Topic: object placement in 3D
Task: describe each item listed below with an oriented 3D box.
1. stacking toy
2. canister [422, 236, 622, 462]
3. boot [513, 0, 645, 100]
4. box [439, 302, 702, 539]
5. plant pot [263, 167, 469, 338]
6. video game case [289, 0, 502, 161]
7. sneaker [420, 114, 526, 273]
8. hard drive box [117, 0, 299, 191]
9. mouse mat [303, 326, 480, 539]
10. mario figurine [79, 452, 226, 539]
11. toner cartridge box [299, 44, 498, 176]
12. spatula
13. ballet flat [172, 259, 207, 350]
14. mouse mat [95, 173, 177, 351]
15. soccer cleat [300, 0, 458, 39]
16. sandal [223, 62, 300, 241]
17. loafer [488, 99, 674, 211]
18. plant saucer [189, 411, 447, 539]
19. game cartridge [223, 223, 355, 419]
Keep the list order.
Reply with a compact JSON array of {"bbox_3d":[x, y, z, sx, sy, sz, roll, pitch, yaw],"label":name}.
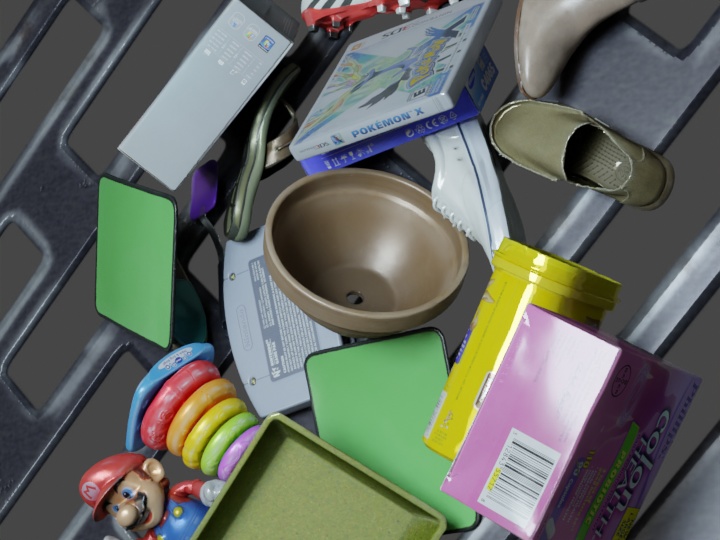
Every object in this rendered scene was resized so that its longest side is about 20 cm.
[{"bbox_3d":[-0.135,0.176,1.607,0.200,0.116,0.110,37,135,22],"label":"stacking toy"},{"bbox_3d":[0.146,0.083,1.435,0.086,0.148,0.200,26,96,32],"label":"canister"},{"bbox_3d":[0.228,-0.262,1.491,0.146,0.070,0.200,-4,68,43],"label":"boot"},{"bbox_3d":[0.186,0.140,1.365,0.097,0.200,0.176,27,94,32],"label":"box"},{"bbox_3d":[0.000,0.000,1.546,0.201,0.201,0.093,48,144,29],"label":"plant pot"},{"bbox_3d":[0.037,-0.193,1.553,0.182,0.022,0.200,-16,31,32],"label":"video game case"},{"bbox_3d":[0.109,-0.064,1.531,0.071,0.073,0.200,-23,56,14],"label":"sneaker"},{"bbox_3d":[-0.156,-0.196,1.668,0.077,0.156,0.200,37,103,-9],"label":"hard drive box"},{"bbox_3d":[0.029,0.165,1.548,0.161,0.008,0.200,-13,86,27],"label":"mouse mat"},{"bbox_3d":[-0.193,0.258,1.583,0.200,0.106,0.124,28,70,-2],"label":"mario figurine"},{"bbox_3d":[0.034,-0.161,1.583,0.200,0.095,0.043,-19,115,27],"label":"toner cartridge box"},{"bbox_3d":[-0.156,-0.024,1.713,0.057,0.021,0.200,-29,68,48],"label":"spatula"},{"bbox_3d":[-0.221,0.017,1.729,0.069,0.069,0.200,-32,63,22],"label":"ballet flat"},{"bbox_3d":[-0.239,-0.012,1.674,0.200,0.008,0.161,19,109,55],"label":"mouse mat"},{"bbox_3d":[0.022,-0.300,1.639,0.200,0.069,0.085,-9,79,34],"label":"soccer cleat"},{"bbox_3d":[-0.095,-0.122,1.678,0.057,0.080,0.201,16,80,-7],"label":"sandal"},{"bbox_3d":[0.200,-0.117,1.489,0.200,0.067,0.076,23,92,33],"label":"loafer"},{"bbox_3d":[-0.047,0.258,1.528,0.200,0.048,0.200,32,104,-1],"label":"plant saucer"},{"bbox_3d":[-0.077,0.047,1.645,0.133,0.042,0.200,-23,69,30],"label":"game cartridge"}]
